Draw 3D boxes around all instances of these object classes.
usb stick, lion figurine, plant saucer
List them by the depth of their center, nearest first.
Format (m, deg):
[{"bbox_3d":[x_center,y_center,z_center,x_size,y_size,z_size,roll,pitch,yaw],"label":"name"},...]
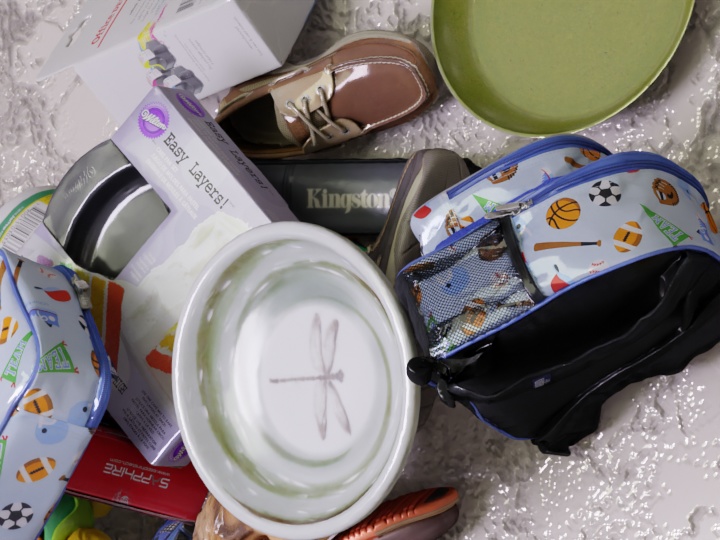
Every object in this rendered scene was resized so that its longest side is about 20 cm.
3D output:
[{"bbox_3d":[-0.033,0.069,1.525,0.199,0.050,0.202,1,92,37],"label":"plant saucer"},{"bbox_3d":[0.139,-0.181,1.588,0.199,0.031,0.201,-10,72,32],"label":"plant saucer"},{"bbox_3d":[-0.052,0.157,1.615,0.123,0.072,0.200,-54,10,-15],"label":"lion figurine"},{"bbox_3d":[-0.007,-0.051,1.666,0.199,0.033,0.056,1,82,28],"label":"usb stick"}]

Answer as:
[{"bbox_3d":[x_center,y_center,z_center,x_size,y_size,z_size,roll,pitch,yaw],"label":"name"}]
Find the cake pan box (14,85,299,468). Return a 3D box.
[{"bbox_3d":[-0.131,0.001,1.638,0.184,0.052,0.200,-46,67,15],"label":"cake pan box"}]

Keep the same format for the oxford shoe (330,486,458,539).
[{"bbox_3d":[-0.003,0.211,1.616,0.200,0.071,0.073,-34,88,26],"label":"oxford shoe"}]

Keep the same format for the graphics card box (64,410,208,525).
[{"bbox_3d":[-0.201,0.109,1.721,0.200,0.125,0.051,34,103,55],"label":"graphics card box"}]

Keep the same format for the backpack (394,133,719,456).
[{"bbox_3d":[0.134,0.008,1.473,0.190,0.200,0.155,-23,67,19],"label":"backpack"}]

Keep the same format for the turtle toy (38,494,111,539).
[{"bbox_3d":[-0.249,0.193,1.766,0.146,0.101,0.201,-54,21,30],"label":"turtle toy"}]

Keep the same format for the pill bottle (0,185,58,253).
[{"bbox_3d":[-0.183,0.020,1.763,0.199,0.112,0.113,26,97,40],"label":"pill bottle"}]

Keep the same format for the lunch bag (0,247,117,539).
[{"bbox_3d":[-0.240,0.089,1.609,0.201,0.075,0.161,-58,35,22],"label":"lunch bag"}]

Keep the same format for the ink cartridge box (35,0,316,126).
[{"bbox_3d":[-0.132,-0.177,1.762,0.199,0.068,0.115,-18,32,35],"label":"ink cartridge box"}]

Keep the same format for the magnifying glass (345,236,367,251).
[{"bbox_3d":[0.000,0.000,1.680,0.080,0.022,0.200,-52,55,18],"label":"magnifying glass"}]

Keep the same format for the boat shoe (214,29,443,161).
[{"bbox_3d":[-0.027,-0.113,1.677,0.199,0.072,0.076,-13,117,44],"label":"boat shoe"}]

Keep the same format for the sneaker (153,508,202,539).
[{"bbox_3d":[-0.167,0.252,1.725,0.078,0.075,0.201,38,103,41],"label":"sneaker"}]

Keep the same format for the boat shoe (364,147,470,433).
[{"bbox_3d":[0.018,0.013,1.599,0.073,0.074,0.201,17,94,41],"label":"boat shoe"}]
